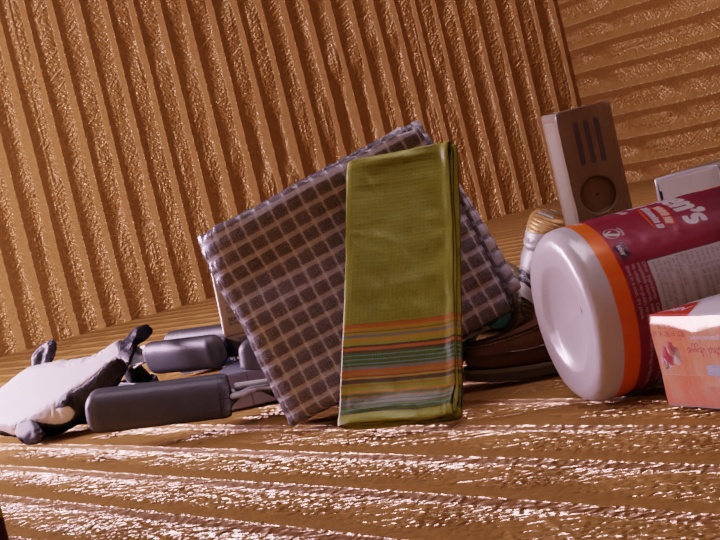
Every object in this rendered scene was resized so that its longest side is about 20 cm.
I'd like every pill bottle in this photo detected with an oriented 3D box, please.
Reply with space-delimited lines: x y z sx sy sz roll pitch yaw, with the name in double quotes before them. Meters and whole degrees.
"pill bottle" 0.216 0.005 0.966 0.199 0.110 0.110 -15 3 -14

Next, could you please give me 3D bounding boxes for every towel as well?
"towel" 0.026 0.009 1.052 0.086 0.201 0.018 -8 -24 20
"towel" 0.000 0.000 1.149 0.199 0.166 0.086 -29 -5 3

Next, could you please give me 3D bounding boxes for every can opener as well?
"can opener" -0.124 0.086 1.260 0.199 0.067 0.053 -6 2 -6
"can opener" -0.175 0.093 1.489 0.053 0.067 0.200 -29 13 -38

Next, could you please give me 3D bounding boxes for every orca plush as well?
"orca plush" -0.269 0.115 1.489 0.200 0.105 0.071 -37 -45 17

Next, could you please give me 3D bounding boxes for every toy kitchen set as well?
"toy kitchen set" 0.263 -0.054 1.178 0.199 0.181 0.163 -14 4 -1

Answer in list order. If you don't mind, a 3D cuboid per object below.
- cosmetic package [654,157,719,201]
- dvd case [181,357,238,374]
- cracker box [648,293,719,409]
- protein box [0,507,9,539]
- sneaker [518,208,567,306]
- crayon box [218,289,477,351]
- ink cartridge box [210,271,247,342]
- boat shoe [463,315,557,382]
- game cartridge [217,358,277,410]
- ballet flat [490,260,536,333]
"cosmetic package" 0.377 -0.064 1.558 0.071 0.106 0.200 -12 2 36
"dvd case" -0.094 0.079 1.798 0.150 0.025 0.200 -11 5 34
"cracker box" 0.277 0.024 0.844 0.199 0.058 0.134 -16 3 -20
"protein box" -0.295 0.094 0.814 0.135 0.199 0.200 -16 4 -32
"sneaker" 0.217 0.005 1.333 0.199 0.088 0.076 10 11 -26
"crayon box" -0.002 0.021 1.256 0.199 0.058 0.119 21 9 8
"ink cartridge box" -0.024 0.019 1.440 0.164 0.075 0.200 -17 -13 14
"boat shoe" 0.164 0.031 1.113 0.199 0.068 0.072 -14 5 16
"game cartridge" -0.034 0.083 1.385 0.199 0.041 0.133 -14 7 4
"ballet flat" 0.136 0.023 1.447 0.065 0.071 0.200 3 3 -13
